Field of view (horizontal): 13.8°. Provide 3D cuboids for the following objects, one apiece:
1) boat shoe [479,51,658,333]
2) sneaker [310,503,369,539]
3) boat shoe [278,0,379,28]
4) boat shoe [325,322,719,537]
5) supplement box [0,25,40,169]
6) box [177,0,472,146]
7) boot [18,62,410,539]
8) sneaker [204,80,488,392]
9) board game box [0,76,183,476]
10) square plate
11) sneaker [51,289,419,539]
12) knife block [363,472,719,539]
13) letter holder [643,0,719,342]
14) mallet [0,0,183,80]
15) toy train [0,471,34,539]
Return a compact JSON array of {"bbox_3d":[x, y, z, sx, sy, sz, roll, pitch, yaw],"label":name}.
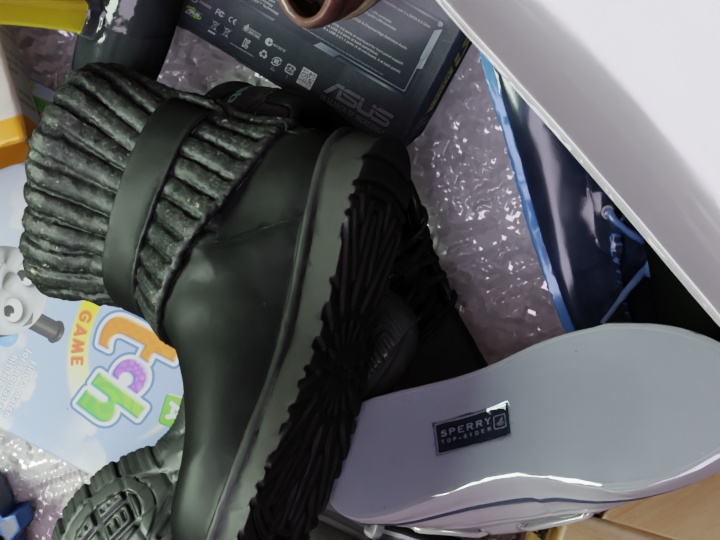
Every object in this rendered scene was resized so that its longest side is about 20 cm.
[{"bbox_3d":[0.110,-0.027,1.295,0.068,0.084,0.201,-17,103,17],"label":"boat shoe"},{"bbox_3d":[0.026,0.173,1.380,0.199,0.082,0.075,19,111,10],"label":"sneaker"},{"bbox_3d":[-0.025,-0.199,1.231,0.072,0.072,0.201,1,104,16],"label":"boat shoe"},{"bbox_3d":[0.081,0.069,1.222,0.199,0.065,0.074,-8,70,31],"label":"boat shoe"},{"bbox_3d":[-0.229,-0.131,1.327,0.125,0.074,0.201,-17,87,2],"label":"supplement box"},{"bbox_3d":[-0.027,-0.170,1.308,0.199,0.051,0.158,30,113,6],"label":"box"},{"bbox_3d":[-0.077,0.024,1.235,0.157,0.079,0.212,11,75,22],"label":"boot"},{"bbox_3d":[0.000,0.000,1.314,0.200,0.075,0.079,50,149,-17],"label":"sneaker"},{"bbox_3d":[-0.144,0.000,1.367,0.199,0.037,0.152,26,84,4],"label":"board game box"},{"bbox_3d":[0.156,-0.104,1.118,0.200,0.028,0.198,-41,90,22],"label":"square plate"},{"bbox_3d":[-0.046,0.083,1.306,0.200,0.091,0.076,-42,52,14],"label":"sneaker"},{"bbox_3d":[0.101,0.155,1.325,0.175,0.064,0.201,-28,98,-4],"label":"knife block"},{"bbox_3d":[0.195,-0.044,1.225,0.142,0.101,0.201,-14,102,-15],"label":"letter holder"},{"bbox_3d":[-0.158,-0.120,1.249,0.041,0.199,0.066,44,115,44],"label":"mallet"},{"bbox_3d":[-0.157,0.181,1.464,0.046,0.034,0.201,-22,100,18],"label":"toy train"}]
